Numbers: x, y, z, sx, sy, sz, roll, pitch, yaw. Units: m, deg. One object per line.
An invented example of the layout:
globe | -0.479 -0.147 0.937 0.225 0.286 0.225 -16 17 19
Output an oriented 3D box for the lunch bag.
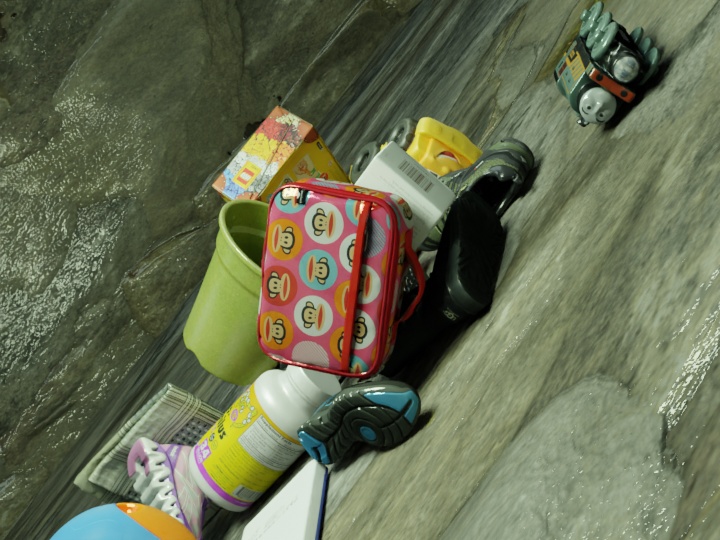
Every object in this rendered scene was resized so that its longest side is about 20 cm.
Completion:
lunch bag | -0.017 0.010 1.262 0.082 0.173 0.204 -27 -54 -68

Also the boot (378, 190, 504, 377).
boot | 0.077 0.015 1.349 0.168 0.076 0.202 -38 23 33

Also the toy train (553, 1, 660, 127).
toy train | 0.279 -0.234 1.368 0.115 0.084 0.201 -58 10 22

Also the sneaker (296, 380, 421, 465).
sneaker | 0.004 0.143 1.254 0.082 0.073 0.199 -47 12 -35

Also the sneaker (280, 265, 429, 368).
sneaker | -0.010 0.059 1.468 0.197 0.061 0.105 -16 -33 -20

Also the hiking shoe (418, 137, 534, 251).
hiking shoe | 0.126 -0.082 1.463 0.200 0.076 0.101 -42 11 32

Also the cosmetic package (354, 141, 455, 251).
cosmetic package | 0.008 -0.032 1.330 0.201 0.101 0.074 -51 -1 27

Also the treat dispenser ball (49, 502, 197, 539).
treat dispenser ball | -0.256 0.352 1.268 0.201 0.200 0.201 -47 13 14

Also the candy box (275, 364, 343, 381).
candy box | -0.070 0.131 1.581 0.201 0.061 0.136 -50 13 4

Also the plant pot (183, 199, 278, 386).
plant pot | -0.137 0.042 1.552 0.185 0.198 0.201 -56 9 23

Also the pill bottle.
pill bottle | -0.114 0.194 1.449 0.200 0.104 0.105 -46 13 16

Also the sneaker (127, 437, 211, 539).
sneaker | -0.217 0.295 1.457 0.081 0.087 0.202 -48 54 42

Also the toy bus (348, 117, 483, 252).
toy bus | 0.061 -0.087 1.623 0.199 0.135 0.194 -30 36 51

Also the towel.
towel | -0.241 0.256 1.540 0.200 0.192 0.035 -45 37 14

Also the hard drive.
hard drive | -0.090 0.297 1.245 0.132 0.025 0.201 -47 13 18

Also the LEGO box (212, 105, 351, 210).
LEGO box | -0.099 -0.109 1.686 0.077 0.200 0.150 32 78 34
